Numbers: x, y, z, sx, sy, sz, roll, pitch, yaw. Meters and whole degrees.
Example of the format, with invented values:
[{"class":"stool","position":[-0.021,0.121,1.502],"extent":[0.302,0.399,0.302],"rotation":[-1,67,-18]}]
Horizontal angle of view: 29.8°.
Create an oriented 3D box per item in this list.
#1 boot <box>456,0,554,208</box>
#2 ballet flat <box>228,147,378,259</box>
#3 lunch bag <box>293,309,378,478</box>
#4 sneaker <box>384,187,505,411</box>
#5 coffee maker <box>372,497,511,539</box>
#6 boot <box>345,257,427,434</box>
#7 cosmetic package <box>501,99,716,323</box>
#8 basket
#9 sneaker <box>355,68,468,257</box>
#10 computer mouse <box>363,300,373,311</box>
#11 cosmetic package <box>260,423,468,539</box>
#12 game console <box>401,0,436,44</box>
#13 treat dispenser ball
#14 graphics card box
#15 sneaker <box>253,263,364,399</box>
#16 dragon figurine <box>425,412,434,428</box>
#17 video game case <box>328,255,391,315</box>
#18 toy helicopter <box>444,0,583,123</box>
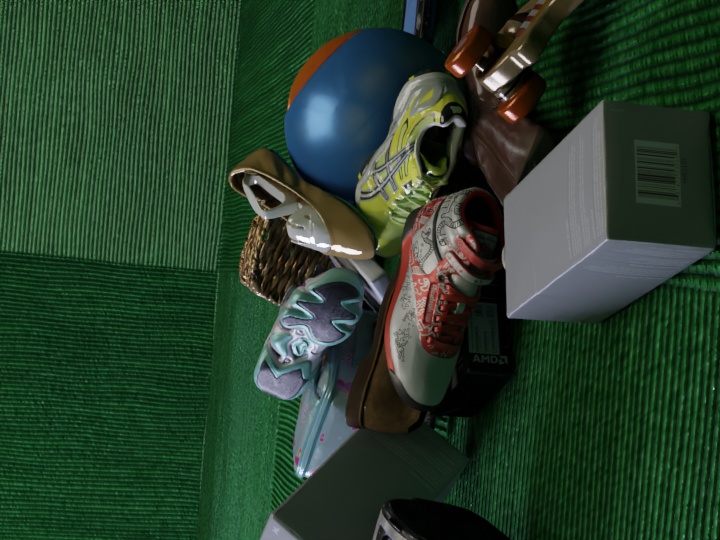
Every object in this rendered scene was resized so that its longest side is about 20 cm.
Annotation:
[{"class":"boot","position":[0.137,-0.153,1.227],"extent":[0.200,0.064,0.187],"rotation":[-109,16,-65]},{"class":"ballet flat","position":[-0.064,-0.058,1.377],"extent":[0.200,0.063,0.069],"rotation":[38,145,39]},{"class":"lunch bag","position":[-0.023,0.134,1.538],"extent":[0.200,0.077,0.161],"rotation":[-86,11,-60]},{"class":"sneaker","position":[0.081,0.022,1.229],"extent":[0.108,0.067,0.202],"rotation":[-24,55,54]},{"class":"coffee maker","position":[0.059,0.310,1.192],"extent":[0.135,0.192,0.200],"rotation":[31,100,29]},{"class":"boot","position":[0.050,0.068,1.322],"extent":[0.074,0.075,0.200],"rotation":[66,-143,-61]},{"class":"cosmetic package","position":[0.174,-0.036,0.987],"extent":[0.200,0.090,0.107],"rotation":[126,146,-71]},{"class":"basket","position":[-0.077,-0.049,1.798],"extent":[0.200,0.143,0.149],"rotation":[-59,17,4]},{"class":"sneaker","position":[0.048,-0.093,1.308],"extent":[0.076,0.075,0.200],"rotation":[-112,33,-52]},{"class":"computer mouse","position":[-0.008,0.063,1.726],"extent":[0.139,0.053,0.200],"rotation":[-61,5,8]},{"class":"cosmetic package","position":[0.003,0.228,1.307],"extent":[0.200,0.107,0.090],"rotation":[-40,-17,-37]},{"class":"game console","position":[0.018,-0.276,1.611],"extent":[0.200,0.118,0.171],"rotation":[150,126,-82]},{"class":"treat dispenser ball","position":[0.019,-0.155,1.429],"extent":[0.201,0.201,0.201],"rotation":[-175,90,-77]},{"class":"graphics card box","position":[0.103,0.032,1.335],"extent":[0.125,0.051,0.200],"rotation":[122,149,-61]},{"class":"sneaker","position":[-0.049,0.033,1.467],"extent":[0.200,0.078,0.140],"rotation":[-51,15,39]},{"class":"dragon figurine","position":[0.059,0.134,1.456],"extent":[0.200,0.059,0.100],"rotation":[-124,42,-77]},{"class":"video game case","position":[0.000,0.000,1.476],"extent":[0.200,0.023,0.182],"rotation":[47,174,40]},{"class":"toy helicopter","position":[0.165,-0.222,1.122],"extent":[0.200,0.079,0.132],"rotation":[-39,16,49]}]
